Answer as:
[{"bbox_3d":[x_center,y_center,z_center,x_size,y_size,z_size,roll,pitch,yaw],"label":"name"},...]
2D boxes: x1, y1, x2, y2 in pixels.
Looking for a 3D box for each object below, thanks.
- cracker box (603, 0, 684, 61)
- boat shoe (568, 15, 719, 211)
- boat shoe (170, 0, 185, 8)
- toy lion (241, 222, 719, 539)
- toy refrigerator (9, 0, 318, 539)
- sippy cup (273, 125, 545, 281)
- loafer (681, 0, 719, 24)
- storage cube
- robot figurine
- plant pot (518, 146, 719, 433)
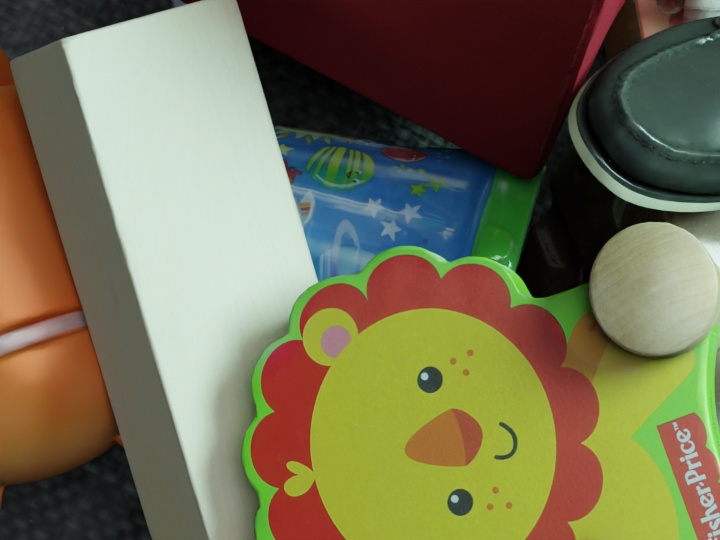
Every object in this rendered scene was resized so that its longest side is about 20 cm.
[{"bbox_3d":[0.216,-0.120,1.037,0.198,0.058,0.135,-7,79,-13],"label":"cracker box"},{"bbox_3d":[0.163,-0.074,0.827,0.200,0.063,0.074,-14,71,-35],"label":"boat shoe"},{"bbox_3d":[0.010,-0.149,0.956,0.198,0.071,0.092,3,103,13],"label":"boat shoe"},{"bbox_3d":[0.058,0.082,0.784,0.190,0.069,0.201,-22,79,11],"label":"toy lion"},{"bbox_3d":[-0.066,0.003,0.850,0.075,0.070,0.202,-20,96,-27],"label":"toy refrigerator"},{"bbox_3d":[0.000,0.000,0.939,0.129,0.140,0.179,17,62,3],"label":"sippy cup"},{"bbox_3d":[0.212,-0.120,0.945,0.199,0.070,0.070,-24,113,-39],"label":"loafer"},{"bbox_3d":[0.042,-0.170,0.840,0.199,0.180,0.172,27,70,5],"label":"storage cube"},{"bbox_3d":[-0.155,0.002,0.910,0.143,0.117,0.201,-17,82,-30],"label":"robot figurine"},{"bbox_3d":[0.180,0.028,0.911,0.197,0.200,0.202,8,77,-19],"label":"plant pot"}]
